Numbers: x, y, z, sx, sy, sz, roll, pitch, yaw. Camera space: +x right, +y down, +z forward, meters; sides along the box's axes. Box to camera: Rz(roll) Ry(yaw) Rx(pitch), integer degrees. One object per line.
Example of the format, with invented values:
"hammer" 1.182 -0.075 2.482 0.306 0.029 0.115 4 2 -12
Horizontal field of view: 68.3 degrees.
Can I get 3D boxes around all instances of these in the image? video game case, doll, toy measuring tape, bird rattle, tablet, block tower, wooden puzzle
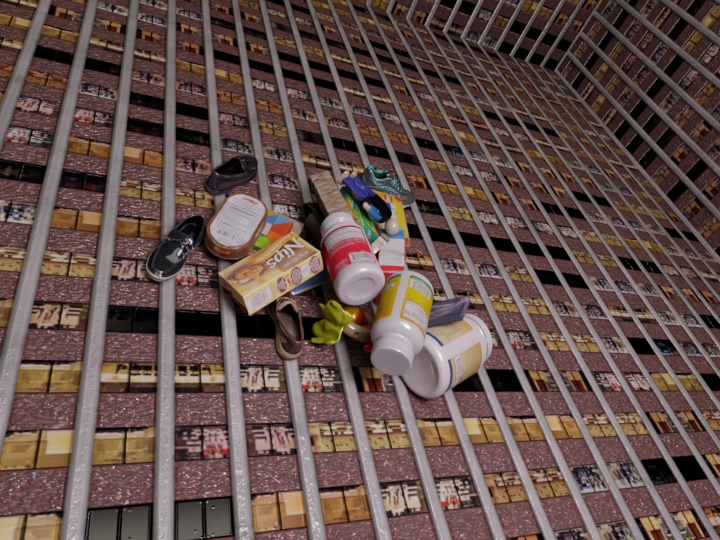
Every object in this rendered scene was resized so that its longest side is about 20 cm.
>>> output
"video game case" 0.179 0.098 1.236 0.200 0.140 0.019 -26 102 -72
"doll" 0.033 -0.170 1.341 0.201 0.049 0.136 49 28 17
"toy measuring tape" 0.000 0.000 1.266 0.073 0.074 0.200 41 86 14
"bird rattle" -0.009 0.116 1.177 0.196 0.114 0.164 16 22 -16
"tablet" -0.126 -0.013 1.301 0.198 0.014 0.131 -20 61 -41
"block tower" -0.076 -0.174 1.325 0.057 0.055 0.201 -18 45 -12
"wooden puzzle" -0.244 -0.100 1.287 0.182 0.038 0.202 23 39 -3

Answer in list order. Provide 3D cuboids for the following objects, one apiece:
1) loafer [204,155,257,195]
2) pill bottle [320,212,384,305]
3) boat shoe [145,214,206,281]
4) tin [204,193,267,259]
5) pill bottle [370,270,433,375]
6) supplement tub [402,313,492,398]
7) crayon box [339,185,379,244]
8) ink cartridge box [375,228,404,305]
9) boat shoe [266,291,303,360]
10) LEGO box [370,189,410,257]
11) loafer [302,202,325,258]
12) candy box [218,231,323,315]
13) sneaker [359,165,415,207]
"loafer" -0.327 -0.263 1.393 0.071 0.063 0.200 34 41 5
"pill bottle" -0.026 -0.032 1.177 0.110 0.113 0.202 4 43 -27
"boat shoe" -0.395 -0.054 1.146 0.074 0.063 0.201 29 42 -3
"tin" -0.284 -0.107 1.230 0.110 0.042 0.202 24 43 -6
"pill bottle" 0.083 0.107 1.085 0.111 0.113 0.202 25 46 -6
"supplement tub" 0.193 0.184 1.193 0.198 0.146 0.145 -18 59 -41
"crayon box" -0.030 -0.102 1.349 0.058 0.119 0.202 17 35 -38
"ink cartridge box" 0.074 0.005 1.313 0.066 0.118 0.202 3 42 3
"boat shoe" -0.156 0.088 1.136 0.071 0.073 0.203 6 46 -25
"LEGO box" 0.047 -0.129 1.470 0.146 0.078 0.203 14 43 -19
"loafer" -0.112 -0.101 1.332 0.070 0.074 0.202 15 32 -29
"candy box" -0.191 0.002 1.146 0.198 0.056 0.115 -32 44 -27
"sneaker" 0.085 -0.256 1.609 0.196 0.092 0.079 15 43 -17
